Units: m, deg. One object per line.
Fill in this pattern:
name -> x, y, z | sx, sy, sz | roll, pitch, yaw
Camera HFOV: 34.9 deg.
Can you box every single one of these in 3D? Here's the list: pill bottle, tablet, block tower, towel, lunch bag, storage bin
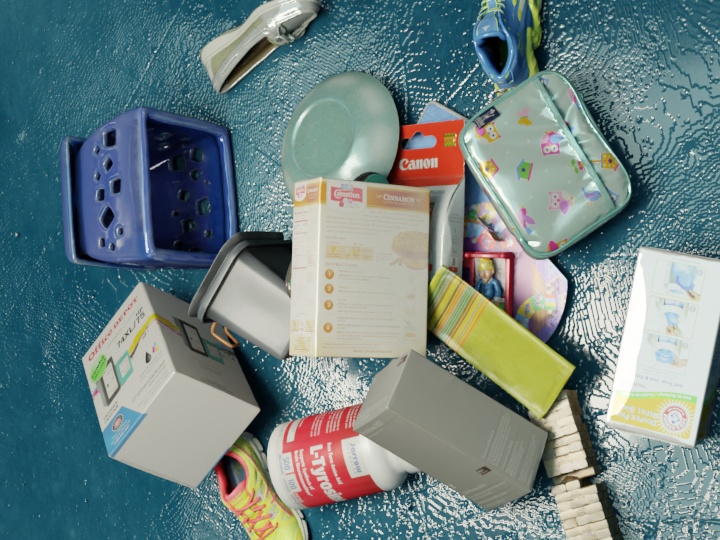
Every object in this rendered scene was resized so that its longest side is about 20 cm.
pill bottle -> -0.008, 0.227, 1.436 | 0.197, 0.112, 0.114 | -17, 78, 23
tablet -> 0.137, -0.116, 1.451 | 0.199, 0.014, 0.131 | 33, 100, 25
block tower -> 0.254, 0.245, 1.343 | 0.053, 0.058, 0.203 | -21, 75, 22
towel -> 0.152, 0.083, 1.340 | 0.199, 0.018, 0.087 | 38, 127, 18
lunch bag -> 0.217, -0.129, 1.350 | 0.159, 0.077, 0.202 | -32, 88, 5
storage bin -> -0.111, 0.047, 1.464 | 0.133, 0.200, 0.147 | 34, 100, 14

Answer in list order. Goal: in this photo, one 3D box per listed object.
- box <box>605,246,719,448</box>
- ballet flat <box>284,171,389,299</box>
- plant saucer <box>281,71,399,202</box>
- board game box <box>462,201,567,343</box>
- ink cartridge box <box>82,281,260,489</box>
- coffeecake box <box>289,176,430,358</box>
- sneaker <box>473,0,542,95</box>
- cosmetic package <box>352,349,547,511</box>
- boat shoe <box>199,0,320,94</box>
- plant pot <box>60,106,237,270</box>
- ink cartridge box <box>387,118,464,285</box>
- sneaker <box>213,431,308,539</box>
box -> 0.350, 0.085, 1.278 | 0.100, 0.112, 0.203 | 12, 91, 24
ballet flat -> -0.033, -0.037, 1.408 | 0.072, 0.073, 0.201 | 26, 67, 24
plant saucer -> -0.040, -0.169, 1.501 | 0.199, 0.038, 0.205 | -9, 75, 36
board game box -> 0.152, 0.019, 1.407 | 0.158, 0.039, 0.201 | -47, 69, 21
ink cartridge box -> -0.252, 0.148, 1.501 | 0.147, 0.145, 0.201 | -50, 38, 13
coffeecake box -> 0.000, 0.000, 1.344 | 0.073, 0.151, 0.204 | -3, 85, 60
sneaker -> 0.178, -0.312, 1.397 | 0.075, 0.105, 0.204 | -10, 82, 24
cosmetic package -> 0.103, 0.185, 1.322 | 0.198, 0.107, 0.091 | 28, 60, -10
boat shoe -> -0.133, -0.314, 1.567 | 0.200, 0.074, 0.066 | -25, 82, 26
plant pot -> -0.295, -0.097, 1.559 | 0.177, 0.199, 0.204 | -8, 83, 30
ink cartridge box -> 0.058, -0.084, 1.435 | 0.161, 0.050, 0.204 | 1, 91, 45
sneaker -> -0.143, 0.309, 1.506 | 0.078, 0.090, 0.201 | -39, 72, 16
